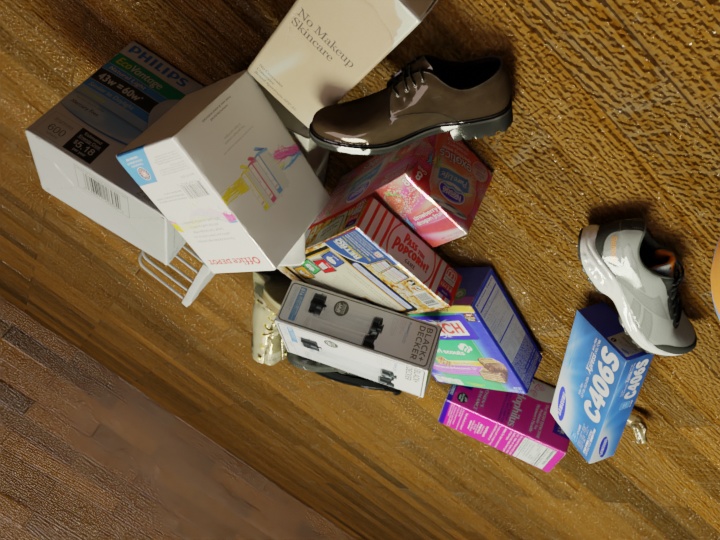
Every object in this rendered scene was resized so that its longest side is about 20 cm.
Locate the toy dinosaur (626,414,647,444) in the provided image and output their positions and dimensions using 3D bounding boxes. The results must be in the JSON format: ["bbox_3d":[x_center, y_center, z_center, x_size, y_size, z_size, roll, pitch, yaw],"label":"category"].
[{"bbox_3d":[0.347,0.182,0.883,0.101,0.058,0.200,-31,111,38],"label":"toy dinosaur"}]

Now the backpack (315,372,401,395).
[{"bbox_3d":[-0.022,0.136,1.036,0.198,0.155,0.163,-4,161,14],"label":"backpack"}]

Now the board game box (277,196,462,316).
[{"bbox_3d":[0.000,0.000,0.723,0.151,0.047,0.199,40,149,-23],"label":"board game box"}]

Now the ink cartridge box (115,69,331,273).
[{"bbox_3d":[-0.142,-0.094,0.673,0.128,0.126,0.201,-1,134,43],"label":"ink cartridge box"}]

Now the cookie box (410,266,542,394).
[{"bbox_3d":[0.148,0.088,0.881,0.170,0.075,0.200,-1,136,45],"label":"cookie box"}]

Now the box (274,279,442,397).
[{"bbox_3d":[-0.001,0.089,0.763,0.198,0.061,0.117,17,154,10],"label":"box"}]

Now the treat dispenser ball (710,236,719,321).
[{"bbox_3d":[0.375,0.005,0.440,0.199,0.202,0.202,22,148,14],"label":"treat dispenser ball"}]

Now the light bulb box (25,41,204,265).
[{"bbox_3d":[-0.276,-0.155,0.779,0.197,0.201,0.125,31,148,-2],"label":"light bulb box"}]

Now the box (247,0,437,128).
[{"bbox_3d":[-0.018,-0.231,0.562,0.095,0.078,0.200,40,148,-15],"label":"box"}]

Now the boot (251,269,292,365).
[{"bbox_3d":[-0.141,0.090,0.999,0.072,0.157,0.200,-1,-165,-26],"label":"boot"}]

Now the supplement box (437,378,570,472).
[{"bbox_3d":[0.243,0.232,0.981,0.199,0.102,0.104,22,148,13],"label":"supplement box"}]

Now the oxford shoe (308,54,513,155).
[{"bbox_3d":[0.043,-0.166,0.564,0.198,0.073,0.085,-12,140,4],"label":"oxford shoe"}]

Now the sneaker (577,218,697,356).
[{"bbox_3d":[0.318,0.023,0.645,0.200,0.074,0.079,45,141,-21],"label":"sneaker"}]

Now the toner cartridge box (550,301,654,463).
[{"bbox_3d":[0.306,0.149,0.769,0.095,0.043,0.201,-119,21,-49],"label":"toner cartridge box"}]

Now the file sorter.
[{"bbox_3d":[-0.276,-0.054,0.988,0.124,0.139,0.200,39,148,-8],"label":"file sorter"}]

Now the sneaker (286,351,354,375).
[{"bbox_3d":[-0.032,0.125,0.910,0.198,0.067,0.090,-2,175,19],"label":"sneaker"}]

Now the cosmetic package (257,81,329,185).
[{"bbox_3d":[-0.099,-0.144,0.763,0.103,0.073,0.200,29,149,6],"label":"cosmetic package"}]

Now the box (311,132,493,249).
[{"bbox_3d":[0.043,-0.082,0.706,0.102,0.095,0.199,41,148,-20],"label":"box"}]
